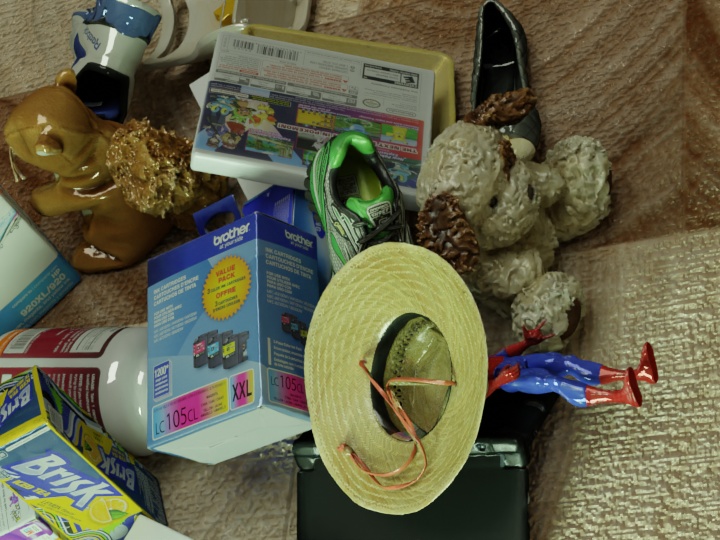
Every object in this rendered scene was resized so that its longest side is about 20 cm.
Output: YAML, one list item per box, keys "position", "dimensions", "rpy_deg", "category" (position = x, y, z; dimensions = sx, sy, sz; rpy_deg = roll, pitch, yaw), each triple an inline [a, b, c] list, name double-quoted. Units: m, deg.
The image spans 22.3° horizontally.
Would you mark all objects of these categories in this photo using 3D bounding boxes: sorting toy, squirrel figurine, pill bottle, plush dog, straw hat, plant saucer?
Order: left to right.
- position: [-0.225, 0.106, 1.596]
  dimensions: [0.200, 0.113, 0.113]
  rpy_deg: [-2, 56, 29]
  category: "pill bottle"
- position: [-0.229, -0.105, 1.706]
  dimensions: [0.200, 0.187, 0.142]
  rpy_deg: [0, 57, 30]
  category: "squirrel figurine"
- position: [-0.145, -0.272, 1.854]
  dimensions: [0.180, 0.107, 0.200]
  rpy_deg: [-15, 53, 31]
  category: "sorting toy"
- position: [-0.016, -0.133, 1.641]
  dimensions: [0.200, 0.048, 0.200]
  rpy_deg: [8, 43, -6]
  category: "plant saucer"
- position: [0.050, 0.081, 1.378]
  dimensions: [0.201, 0.085, 0.201]
  rpy_deg: [-5, 83, 45]
  category: "straw hat"
- position: [0.102, -0.050, 1.484]
  dimensions: [0.160, 0.172, 0.200]
  rpy_deg: [1, 56, 29]
  category: "plush dog"

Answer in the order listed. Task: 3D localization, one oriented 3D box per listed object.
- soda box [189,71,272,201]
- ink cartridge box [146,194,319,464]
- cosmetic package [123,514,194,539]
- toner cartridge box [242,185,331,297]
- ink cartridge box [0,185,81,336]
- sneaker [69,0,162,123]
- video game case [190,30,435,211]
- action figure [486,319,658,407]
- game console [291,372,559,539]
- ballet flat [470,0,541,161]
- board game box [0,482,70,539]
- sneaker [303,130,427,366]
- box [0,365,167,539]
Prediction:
- position: [-0.093, -0.119, 1.719]
  dimensions: [0.068, 0.064, 0.200]
  rpy_deg: [-32, 45, 3]
  category: "soda box"
- position: [-0.104, 0.042, 1.484]
  dimensions: [0.136, 0.076, 0.200]
  rpy_deg: [-23, 58, 36]
  category: "ink cartridge box"
- position: [-0.137, 0.297, 1.444]
  dimensions: [0.200, 0.052, 0.151]
  rpy_deg: [18, 65, 38]
  category: "cosmetic package"
- position: [-0.067, 0.026, 1.555]
  dimensions: [0.095, 0.043, 0.200]
  rpy_deg: [-25, 56, 53]
  category: "toner cartridge box"
- position: [-0.398, -0.034, 1.739]
  dimensions: [0.145, 0.200, 0.147]
  rpy_deg: [-42, 47, -5]
  category: "ink cartridge box"
- position: [-0.261, -0.199, 1.812]
  dimensions: [0.199, 0.081, 0.115]
  rpy_deg: [163, 128, -73]
  category: "sneaker"
- position: [-0.037, -0.131, 1.583]
  dimensions: [0.200, 0.023, 0.182]
  rpy_deg: [11, 42, -4]
  category: "video game case"
- position: [0.125, 0.077, 1.413]
  dimensions: [0.200, 0.052, 0.065]
  rpy_deg: [-5, 28, 31]
  category: "action figure"
- position: [0.056, 0.168, 1.455]
  dimensions: [0.200, 0.116, 0.176]
  rpy_deg: [-3, 25, 26]
  category: "game console"
- position: [0.121, -0.160, 1.635]
  dimensions: [0.066, 0.057, 0.200]
  rpy_deg: [-19, 46, 18]
  category: "ballet flat"
- position: [-0.342, 0.236, 1.570]
  dimensions: [0.200, 0.103, 0.105]
  rpy_deg: [-26, 48, 9]
  category: "board game box"
- position: [0.007, -0.017, 1.450]
  dimensions: [0.078, 0.085, 0.200]
  rpy_deg: [-19, 77, -14]
  category: "sneaker"
- position: [-0.237, 0.163, 1.499]
  dimensions: [0.070, 0.200, 0.064]
  rpy_deg: [-28, 48, 8]
  category: "box"
